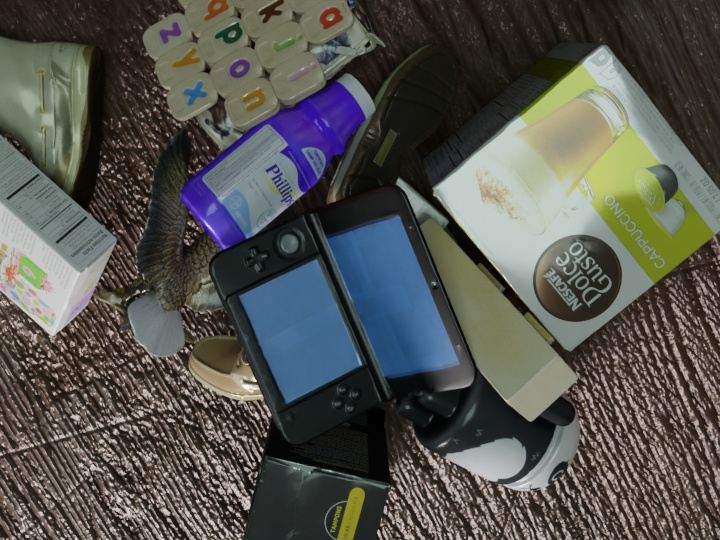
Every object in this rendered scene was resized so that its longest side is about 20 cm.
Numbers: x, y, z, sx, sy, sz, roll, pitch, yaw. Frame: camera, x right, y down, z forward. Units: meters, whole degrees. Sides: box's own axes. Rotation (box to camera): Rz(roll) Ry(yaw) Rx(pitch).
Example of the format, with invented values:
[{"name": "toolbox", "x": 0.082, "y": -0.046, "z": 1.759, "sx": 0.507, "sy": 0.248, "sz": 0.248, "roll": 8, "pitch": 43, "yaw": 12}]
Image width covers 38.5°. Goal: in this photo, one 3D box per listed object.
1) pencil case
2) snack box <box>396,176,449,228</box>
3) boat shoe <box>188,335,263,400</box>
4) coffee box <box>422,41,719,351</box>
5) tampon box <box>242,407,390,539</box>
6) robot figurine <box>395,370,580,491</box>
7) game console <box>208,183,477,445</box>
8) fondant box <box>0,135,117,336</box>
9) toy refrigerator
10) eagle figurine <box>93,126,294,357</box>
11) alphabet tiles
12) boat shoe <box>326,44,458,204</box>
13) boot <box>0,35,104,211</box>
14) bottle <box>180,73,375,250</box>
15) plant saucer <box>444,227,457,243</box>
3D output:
[{"name": "pencil case", "x": -0.074, "y": -0.194, "z": 1.020, "sx": 0.200, "sy": 0.090, "sz": 0.078, "roll": -40, "pitch": 137, "yaw": 8}, {"name": "snack box", "x": 0.000, "y": 0.000, "z": 1.065, "sx": 0.072, "sy": 0.024, "sz": 0.200, "roll": 39, "pitch": 100, "yaw": -11}, {"name": "boat shoe", "x": -0.094, "y": 0.094, "z": 1.068, "sx": 0.198, "sy": 0.072, "sz": 0.065, "roll": 9, "pitch": 140, "yaw": 22}, {"name": "coffee box", "x": 0.196, "y": -0.079, "z": 0.990, "sx": 0.197, "sy": 0.200, "sz": 0.200, "roll": -40, "pitch": 100, "yaw": 9}, {"name": "tampon box", "x": -0.047, "y": 0.231, "z": 1.064, "sx": 0.125, "sy": 0.200, "sz": 0.151, "roll": 14, "pitch": 104, "yaw": -3}, {"name": "robot figurine", "x": 0.134, "y": 0.152, "z": 1.073, "sx": 0.199, "sy": 0.150, "sz": 0.125, "roll": 29, "pitch": 96, "yaw": -21}, {"name": "game console", "x": -0.018, "y": 0.046, "z": 0.942, "sx": 0.171, "sy": 0.119, "sz": 0.201, "roll": -26, "pitch": 98, "yaw": -18}, {"name": "fondant box", "x": -0.346, "y": -0.046, "z": 1.018, "sx": 0.200, "sy": 0.058, "sz": 0.144, "roll": 42, "pitch": 142, "yaw": 0}, {"name": "toy refrigerator", "x": 0.117, "y": 0.042, "z": 0.989, "sx": 0.070, "sy": 0.076, "sz": 0.200, "roll": -42, "pitch": 55, "yaw": 5}, {"name": "eagle figurine", "x": -0.178, "y": -0.023, "z": 1.044, "sx": 0.151, "sy": 0.152, "sz": 0.200, "roll": 45, "pitch": 105, "yaw": 11}, {"name": "alphabet tiles", "x": -0.110, "y": -0.230, "z": 0.989, "sx": 0.195, "sy": 0.015, "sz": 0.201, "roll": -29, "pitch": 63, "yaw": 6}, {"name": "boat shoe", "x": 0.023, "y": -0.143, "z": 1.042, "sx": 0.072, "sy": 0.076, "sz": 0.201, "roll": 40, "pitch": 78, "yaw": -23}, {"name": "boot", "x": -0.346, "y": -0.139, "z": 1.043, "sx": 0.153, "sy": 0.072, "sz": 0.202, "roll": 10, "pitch": 106, "yaw": 0}, {"name": "bottle", "x": -0.074, "y": -0.107, "z": 0.978, "sx": 0.200, "sy": 0.084, "sz": 0.065, "roll": -40, "pitch": 57, "yaw": -8}, {"name": "plant saucer", "x": 0.014, "y": 0.016, "z": 1.098, "sx": 0.198, "sy": 0.035, "sz": 0.202, "roll": 0, "pitch": 104, "yaw": 0}]
